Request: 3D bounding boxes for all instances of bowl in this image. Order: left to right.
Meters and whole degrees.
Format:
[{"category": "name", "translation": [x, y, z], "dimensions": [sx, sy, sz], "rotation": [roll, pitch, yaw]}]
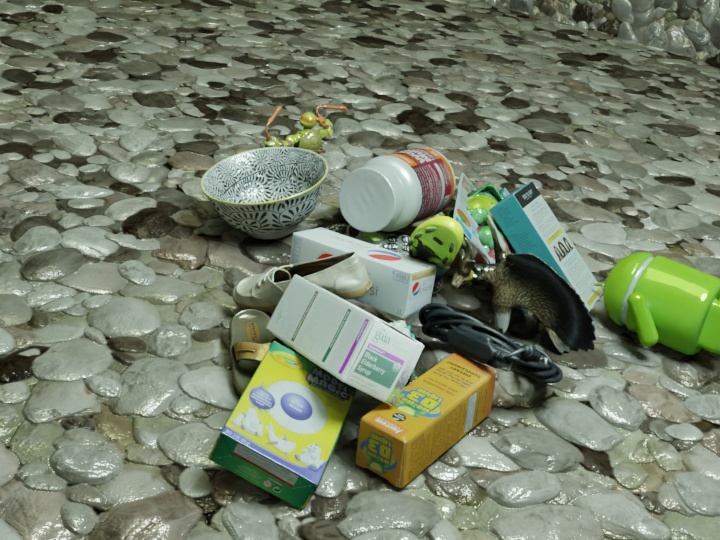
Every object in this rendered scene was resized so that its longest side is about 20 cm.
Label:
[{"category": "bowl", "translation": [-0.144, -0.111, 1.563], "dimensions": [0.199, 0.095, 0.201], "rotation": [-5, 32, 3]}]

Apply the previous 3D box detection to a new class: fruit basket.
[{"category": "fruit basket", "translation": [0.203, -0.046, 1.484], "dimensions": [0.186, 0.094, 0.200], "rotation": [51, 17, -14]}]

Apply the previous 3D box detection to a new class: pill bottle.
[{"category": "pill bottle", "translation": [0.055, -0.118, 1.461], "dimensions": [0.109, 0.110, 0.200], "rotation": [21, 21, 23]}]

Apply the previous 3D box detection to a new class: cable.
[{"category": "cable", "translation": [0.164, 0.090, 1.271], "dimensions": [0.163, 0.051, 0.199], "rotation": [18, 1, -45]}]

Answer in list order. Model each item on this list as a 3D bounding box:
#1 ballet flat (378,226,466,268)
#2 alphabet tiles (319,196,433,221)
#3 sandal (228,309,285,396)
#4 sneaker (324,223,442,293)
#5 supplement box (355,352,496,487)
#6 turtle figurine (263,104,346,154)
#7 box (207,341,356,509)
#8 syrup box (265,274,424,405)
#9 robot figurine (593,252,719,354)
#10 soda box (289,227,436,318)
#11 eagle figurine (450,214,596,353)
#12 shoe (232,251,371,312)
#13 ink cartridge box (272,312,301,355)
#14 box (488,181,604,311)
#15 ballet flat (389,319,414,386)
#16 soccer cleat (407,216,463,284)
[{"category": "ballet flat", "translation": [0.068, -0.035, 1.538], "dimensions": [0.199, 0.069, 0.063], "rotation": [17, 36, 36]}, {"category": "alphabet tiles", "translation": [0.022, -0.100, 1.624], "dimensions": [0.165, 0.006, 0.200], "rotation": [14, 9, 22]}, {"category": "sandal", "translation": [-0.122, 0.100, 1.227], "dimensions": [0.080, 0.054, 0.200], "rotation": [-2, 34, -17]}, {"category": "sneaker", "translation": [0.026, -0.015, 1.474], "dimensions": [0.199, 0.085, 0.077], "rotation": [21, 69, -8]}, {"category": "supplement box", "translation": [0.079, 0.168, 1.145], "dimensions": [0.066, 0.069, 0.200], "rotation": [22, 33, 29]}, {"category": "turtle figurine", "translation": [-0.088, -0.205, 1.702], "dimensions": [0.064, 0.162, 0.200], "rotation": [25, 32, 30]}, {"category": "box", "translation": [-0.076, 0.158, 1.099], "dimensions": [0.117, 0.049, 0.200], "rotation": [29, 30, -2]}, {"category": "syrup box", "translation": [-0.022, 0.077, 1.152], "dimensions": [0.079, 0.082, 0.200], "rotation": [29, -1, -34]}, {"category": "robot figurine", "translation": [0.437, 0.045, 1.418], "dimensions": [0.199, 0.116, 0.175], "rotation": [25, 26, 29]}, {"category": "soda box", "translation": [0.000, 0.000, 1.344], "dimensions": [0.199, 0.064, 0.068], "rotation": [20, 20, 31]}, {"category": "eagle figurine", "translation": [0.220, 0.033, 1.338], "dimensions": [0.199, 0.152, 0.152], "rotation": [15, 43, 5]}, {"category": "shoe", "translation": [-0.083, 0.010, 1.305], "dimensions": [0.199, 0.054, 0.070], "rotation": [-7, 33, 22]}, {"category": "ink cartridge box", "translation": [-0.060, 0.067, 1.329], "dimensions": [0.099, 0.039, 0.200], "rotation": [-1, 30, -18]}, {"category": "box", "translation": [0.272, -0.027, 1.450], "dimensions": [0.201, 0.049, 0.082], "rotation": [57, 35, 0]}, {"category": "ballet flat", "translation": [0.034, 0.101, 1.224], "dimensions": [0.071, 0.072, 0.200], "rotation": [8, 3, 1]}, {"category": "soccer cleat", "translation": [0.106, -0.039, 1.355], "dimensions": [0.065, 0.200, 0.084], "rotation": [37, 70, 6]}]
